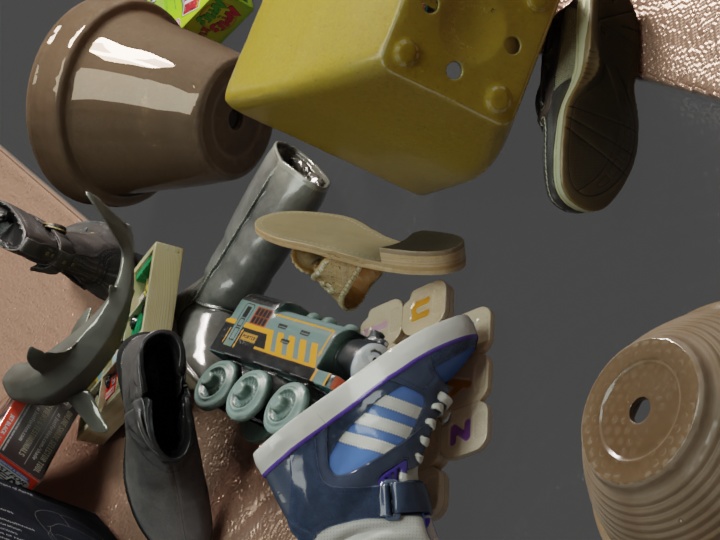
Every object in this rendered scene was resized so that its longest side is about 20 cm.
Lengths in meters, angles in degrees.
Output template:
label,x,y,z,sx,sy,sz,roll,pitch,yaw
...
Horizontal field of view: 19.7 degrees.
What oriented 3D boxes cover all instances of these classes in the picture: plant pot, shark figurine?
label,x,y,z,sx,sy,sz,roll,pitch,yaw
plant pot,0.046,-0.179,1.586,0.200,0.195,0.195,7,74,67
plant pot,0.208,0.103,1.331,0.201,0.093,0.201,-30,47,38
plant pot,-0.178,-0.149,1.919,0.174,0.200,0.201,10,76,34
shark figurine,-0.248,0.051,1.797,0.128,0.089,0.215,48,113,37

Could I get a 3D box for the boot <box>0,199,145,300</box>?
label,x,y,z,sx,sy,sz,roll,pitch,yaw
boot,-0.295,-0.031,1.976,0.200,0.174,0.069,27,91,54

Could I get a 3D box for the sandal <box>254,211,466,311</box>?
label,x,y,z,sx,sy,sz,roll,pitch,yaw
sandal,-0.004,0.002,1.683,0.211,0.078,0.070,9,112,40

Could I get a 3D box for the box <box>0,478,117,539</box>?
label,x,y,z,sx,sy,sz,roll,pitch,yaw
box,-0.294,0.270,1.767,0.124,0.200,0.197,-59,36,6

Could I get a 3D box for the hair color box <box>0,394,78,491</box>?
label,x,y,z,sx,sy,sz,roll,pitch,yaw
hair color box,-0.343,0.183,1.943,0.200,0.064,0.111,-41,17,43

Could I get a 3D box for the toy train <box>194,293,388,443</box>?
label,x,y,z,sx,sy,sz,roll,pitch,yaw
toy train,-0.053,0.085,1.661,0.200,0.085,0.114,13,69,54

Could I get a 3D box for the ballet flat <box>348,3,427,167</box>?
label,x,y,z,sx,sy,sz,roll,pitch,yaw
ballet flat,0.012,-0.186,1.779,0.076,0.064,0.200,-13,58,48

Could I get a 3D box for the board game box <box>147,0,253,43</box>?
label,x,y,z,sx,sy,sz,roll,pitch,yaw
board game box,-0.169,-0.305,2.095,0.102,0.048,0.200,-41,42,28

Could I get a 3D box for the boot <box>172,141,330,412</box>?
label,x,y,z,sx,sy,sz,roll,pitch,yaw
boot,-0.090,0.005,1.796,0.200,0.073,0.182,-48,39,12

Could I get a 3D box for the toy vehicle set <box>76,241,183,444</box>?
label,x,y,z,sx,sy,sz,roll,pitch,yaw
toy vehicle set,-0.209,0.069,1.874,0.200,0.026,0.124,136,145,-59

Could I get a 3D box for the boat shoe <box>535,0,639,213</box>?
label,x,y,z,sx,sy,sz,roll,pitch,yaw
boat shoe,0.165,-0.122,1.550,0.065,0.073,0.200,-26,40,47

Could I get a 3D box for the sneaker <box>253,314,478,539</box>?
label,x,y,z,sx,sy,sz,roll,pitch,yaw
sneaker,0.036,0.142,1.531,0.200,0.147,0.081,-34,-10,-11

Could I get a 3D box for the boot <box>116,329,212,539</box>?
label,x,y,z,sx,sy,sz,roll,pitch,yaw
boot,-0.159,0.147,1.691,0.132,0.070,0.200,-175,69,-77

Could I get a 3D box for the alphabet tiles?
label,x,y,z,sx,sy,sz,roll,pitch,yaw
alphabet tiles,0.034,0.109,1.613,0.195,0.015,0.200,-25,51,41

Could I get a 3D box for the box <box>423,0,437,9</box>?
label,x,y,z,sx,sy,sz,roll,pitch,yaw
box,0.074,-0.324,1.786,0.070,0.064,0.200,-29,48,39
